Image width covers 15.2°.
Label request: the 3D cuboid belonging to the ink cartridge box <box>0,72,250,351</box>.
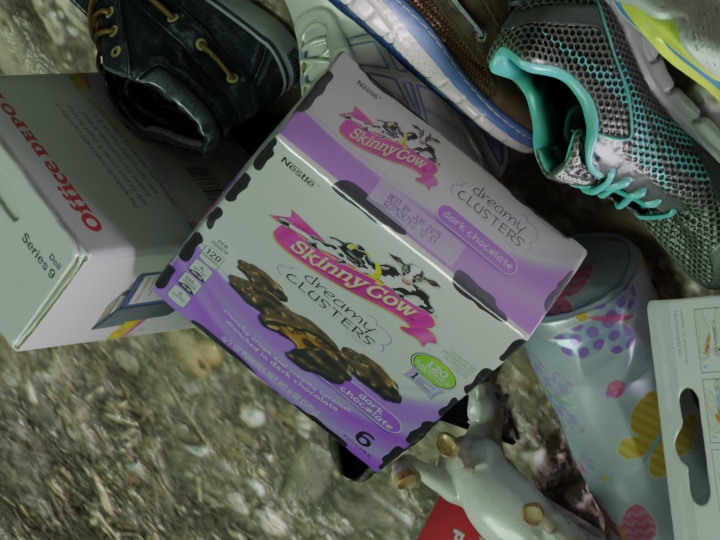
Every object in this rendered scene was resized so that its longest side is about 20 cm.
[{"bbox_3d":[-0.152,-0.040,1.581,0.145,0.200,0.088,51,120,22],"label":"ink cartridge box"}]

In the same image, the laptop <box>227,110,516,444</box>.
[{"bbox_3d":[0.000,0.001,1.673,0.187,0.116,0.201,17,110,38],"label":"laptop"}]

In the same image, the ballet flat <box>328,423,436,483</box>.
[{"bbox_3d":[0.013,0.095,1.639,0.066,0.057,0.200,23,169,5],"label":"ballet flat"}]

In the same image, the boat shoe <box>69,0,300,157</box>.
[{"bbox_3d":[-0.137,-0.144,1.590,0.200,0.091,0.071,31,146,23],"label":"boat shoe"}]

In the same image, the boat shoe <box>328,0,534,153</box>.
[{"bbox_3d":[0.047,-0.133,1.391,0.200,0.072,0.072,38,-177,-41],"label":"boat shoe"}]

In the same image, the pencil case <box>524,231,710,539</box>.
[{"bbox_3d":[0.148,0.075,1.513,0.091,0.083,0.200,44,162,59],"label":"pencil case"}]

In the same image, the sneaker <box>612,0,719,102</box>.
[{"bbox_3d":[0.196,-0.080,1.286,0.200,0.076,0.105,35,148,16],"label":"sneaker"}]

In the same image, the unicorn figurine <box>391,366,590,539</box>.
[{"bbox_3d":[0.079,0.122,1.521,0.200,0.074,0.137,62,-163,18],"label":"unicorn figurine"}]

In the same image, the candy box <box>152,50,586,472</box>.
[{"bbox_3d":[0.000,0.000,1.442,0.168,0.072,0.200,39,146,-3],"label":"candy box"}]

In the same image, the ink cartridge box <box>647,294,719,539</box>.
[{"bbox_3d":[0.241,0.085,1.364,0.200,0.050,0.163,-7,90,50],"label":"ink cartridge box"}]

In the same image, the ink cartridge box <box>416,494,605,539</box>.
[{"bbox_3d":[0.140,0.209,1.609,0.200,0.083,0.147,30,-175,25],"label":"ink cartridge box"}]

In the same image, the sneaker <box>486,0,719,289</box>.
[{"bbox_3d":[0.128,-0.063,1.369,0.077,0.091,0.200,-10,118,55],"label":"sneaker"}]

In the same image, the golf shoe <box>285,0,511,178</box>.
[{"bbox_3d":[-0.003,-0.112,1.465,0.200,0.097,0.078,52,149,-8],"label":"golf shoe"}]
